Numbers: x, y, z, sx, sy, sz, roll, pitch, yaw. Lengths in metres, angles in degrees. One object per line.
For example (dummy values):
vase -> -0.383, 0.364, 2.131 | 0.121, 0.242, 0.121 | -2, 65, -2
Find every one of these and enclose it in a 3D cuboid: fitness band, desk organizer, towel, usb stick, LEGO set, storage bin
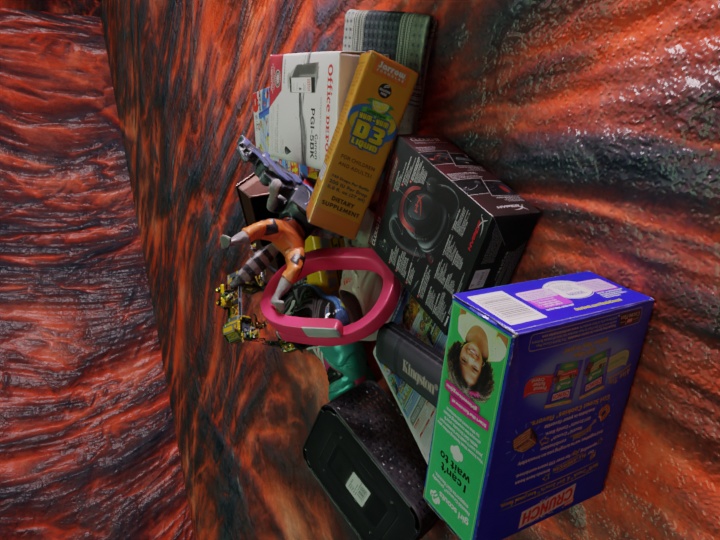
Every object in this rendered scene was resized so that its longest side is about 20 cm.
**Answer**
fitness band -> -0.041, 0.030, 0.719 | 0.195, 0.145, 0.038 | 2, 136, 31
desk organizer -> -0.151, -0.078, 0.960 | 0.077, 0.071, 0.202 | 40, 154, 23
towel -> 0.028, -0.239, 0.741 | 0.191, 0.034, 0.205 | 33, 123, 48
usb stick -> 0.072, 0.111, 0.607 | 0.199, 0.032, 0.057 | 29, 111, 60
LEGO set -> -0.135, 0.058, 0.930 | 0.114, 0.199, 0.158 | -19, 58, 31
storage bin -> 0.022, 0.274, 0.754 | 0.200, 0.092, 0.137 | 46, 131, 26

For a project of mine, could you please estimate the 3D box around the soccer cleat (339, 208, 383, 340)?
soccer cleat -> 0.000, 0.000, 0.791 | 0.069, 0.076, 0.206 | -19, 81, 58

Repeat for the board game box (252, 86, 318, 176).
board game box -> -0.127, -0.224, 0.974 | 0.194, 0.055, 0.206 | 13, 108, 58

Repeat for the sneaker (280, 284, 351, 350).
sneaker -> -0.082, 0.068, 0.801 | 0.199, 0.081, 0.073 | 10, 118, 65

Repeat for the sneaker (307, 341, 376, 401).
sneaker -> -0.032, 0.157, 0.886 | 0.200, 0.082, 0.124 | 152, 102, -72

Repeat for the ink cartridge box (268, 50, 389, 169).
ink cartridge box -> -0.051, -0.221, 0.758 | 0.198, 0.081, 0.151 | 25, 117, 52

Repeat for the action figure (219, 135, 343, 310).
action figure -> -0.117, -0.073, 0.741 | 0.200, 0.195, 0.104 | 43, 140, -9

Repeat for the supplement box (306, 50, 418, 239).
supplement box -> -0.002, -0.146, 0.644 | 0.069, 0.065, 0.205 | -116, 46, -73

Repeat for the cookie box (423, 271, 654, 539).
cookie box -> 0.150, 0.116, 0.476 | 0.075, 0.167, 0.206 | 34, 125, 53

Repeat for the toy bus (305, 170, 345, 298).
toy bus -> -0.053, -0.052, 0.860 | 0.065, 0.077, 0.206 | 2, 105, 58

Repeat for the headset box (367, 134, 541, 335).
headset box -> 0.089, -0.053, 0.628 | 0.201, 0.073, 0.152 | 50, 136, 42

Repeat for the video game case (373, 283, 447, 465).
video game case -> 0.078, 0.116, 0.649 | 0.202, 0.018, 0.146 | 60, 138, 47
